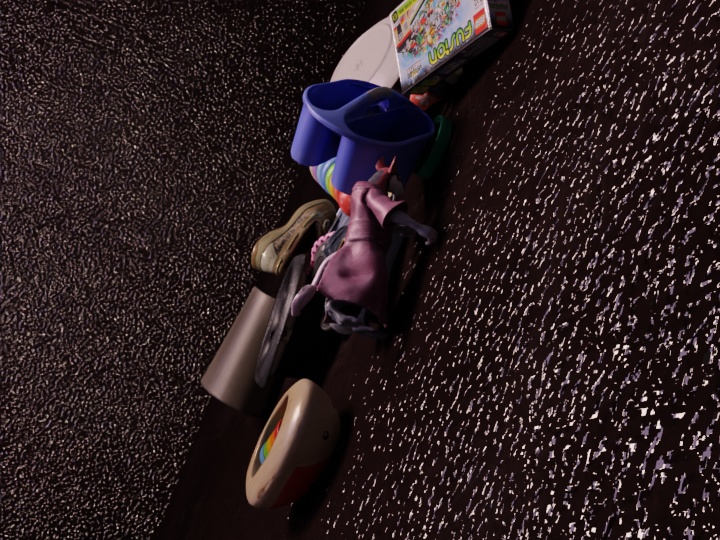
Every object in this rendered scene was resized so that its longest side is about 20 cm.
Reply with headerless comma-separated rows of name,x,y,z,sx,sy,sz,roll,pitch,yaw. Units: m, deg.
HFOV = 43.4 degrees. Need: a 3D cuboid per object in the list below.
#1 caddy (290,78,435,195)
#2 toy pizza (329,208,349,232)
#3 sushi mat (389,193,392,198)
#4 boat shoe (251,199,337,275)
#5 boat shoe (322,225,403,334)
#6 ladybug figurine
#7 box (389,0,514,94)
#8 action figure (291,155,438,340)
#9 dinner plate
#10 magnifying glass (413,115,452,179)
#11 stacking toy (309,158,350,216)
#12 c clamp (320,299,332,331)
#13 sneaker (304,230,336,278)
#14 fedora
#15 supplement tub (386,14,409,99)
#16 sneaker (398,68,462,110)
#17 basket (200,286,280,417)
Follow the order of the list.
caddy,0.006,-0.174,1.099,0.199,0.140,0.106,-28,-32,-55
toy pizza,-0.015,-0.088,1.491,0.202,0.031,0.201,-57,8,13
sushi mat,0.060,-0.171,1.356,0.201,0.012,0.097,-83,18,-58
boat shoe,-0.093,-0.048,1.453,0.200,0.062,0.074,-42,-34,-41
boat shoe,-0.013,0.008,1.105,0.090,0.071,0.202,-23,28,40
ladybug figurine,-0.078,0.211,1.065,0.201,0.071,0.138,124,165,-47
box,0.105,-0.301,1.092,0.199,0.034,0.113,-24,73,60
action figure,0.003,-0.032,1.001,0.134,0.145,0.205,129,149,-75
dinner plate,0.005,-0.292,1.298,0.199,0.024,0.203,-38,34,31
magnifying glass,0.087,-0.170,1.195,0.200,0.022,0.081,-108,42,-73
stacking toy,-0.025,-0.135,1.374,0.087,0.084,0.201,-63,21,18
c clamp,0.000,0.000,1.240,0.171,0.027,0.202,-48,22,35
sneaker,-0.051,0.023,1.400,0.201,0.078,0.097,-54,43,38
fedora,-0.086,0.084,1.331,0.200,0.090,0.205,-160,89,-80
supplement tub,0.050,-0.287,1.364,0.203,0.105,0.107,-67,9,-28
sneaker,0.088,-0.286,1.265,0.085,0.074,0.201,-51,16,24
basket,-0.192,0.145,1.674,0.203,0.134,0.180,-63,14,-1
